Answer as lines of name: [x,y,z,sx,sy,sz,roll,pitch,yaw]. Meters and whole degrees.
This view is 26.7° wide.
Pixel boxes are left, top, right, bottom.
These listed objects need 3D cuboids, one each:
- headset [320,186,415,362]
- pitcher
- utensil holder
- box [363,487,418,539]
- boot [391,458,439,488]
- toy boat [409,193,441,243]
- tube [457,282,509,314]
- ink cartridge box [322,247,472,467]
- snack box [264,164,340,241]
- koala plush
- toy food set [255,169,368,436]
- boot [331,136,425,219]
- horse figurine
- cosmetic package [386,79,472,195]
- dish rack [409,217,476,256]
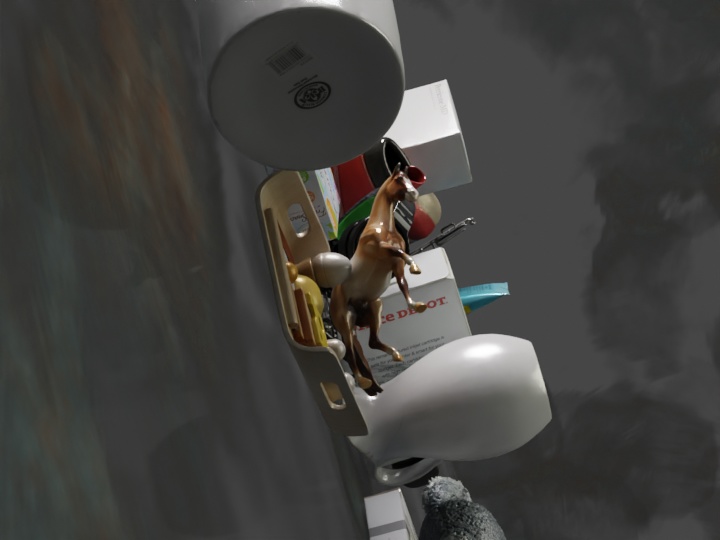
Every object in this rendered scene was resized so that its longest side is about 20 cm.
headset: [0.000,0.000,1.517,0.094,0.123,0.200,45,45,-19]
pitcher: [0.089,0.150,1.530,0.172,0.199,0.122,70,5,-53]
utensil holder: [-0.052,-0.203,1.241,0.201,0.169,0.170,-100,173,-46]
box: [0.050,0.324,1.398,0.200,0.041,0.157,-102,174,-60]
boot: [0.034,0.152,1.831,0.200,0.069,0.175,75,-4,-49]
toy boat: [0.007,-0.060,1.886,0.130,0.131,0.200,41,-24,-12]
tube: [0.076,0.048,1.758,0.077,0.199,0.051,-85,157,-76]
ink cartridge box: [0.053,0.093,1.638,0.083,0.146,0.201,-103,176,-64]
snack box: [-0.063,-0.111,1.518,0.200,0.053,0.143,-88,160,-77]
koala plush: [0.134,0.341,1.741,0.201,0.183,0.178,59,8,-20]
toy food set: [-0.033,0.026,1.308,0.144,0.060,0.201,69,5,-54]
boot: [0.018,-0.053,1.680,0.073,0.144,0.201,-60,137,-48]
horse figurine: [0.014,0.019,1.382,0.133,0.050,0.201,61,-40,46]
cosmetic package: [0.022,-0.138,1.767,0.113,0.199,0.081,-103,174,-48]
dish rack: [0.067,0.000,1.924,0.055,0.199,0.153,57,3,-1]
